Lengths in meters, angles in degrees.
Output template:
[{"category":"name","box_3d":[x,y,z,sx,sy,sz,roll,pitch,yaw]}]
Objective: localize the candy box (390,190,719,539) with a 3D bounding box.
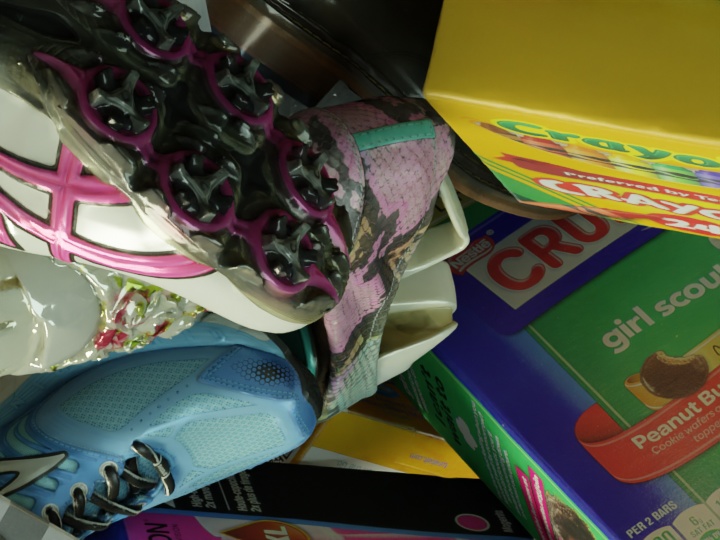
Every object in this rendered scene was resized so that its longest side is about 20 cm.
[{"category":"candy box","box_3d":[0.119,0.030,0.958,0.169,0.200,0.077,-30,135,-15]}]

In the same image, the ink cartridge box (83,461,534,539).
[{"category":"ink cartridge box","box_3d":[-0.034,0.101,0.936,0.200,0.095,0.037,4,114,-16]}]

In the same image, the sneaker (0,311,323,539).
[{"category":"sneaker","box_3d":[-0.103,0.081,0.878,0.200,0.090,0.078,-22,138,6]}]

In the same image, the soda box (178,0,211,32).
[{"category":"soda box","box_3d":[-0.086,-0.077,0.809,0.063,0.068,0.200,-26,136,-17]}]

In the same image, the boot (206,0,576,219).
[{"category":"boot","box_3d":[0.034,-0.086,0.891,0.200,0.075,0.097,25,110,-44]}]

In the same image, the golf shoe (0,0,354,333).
[{"category":"golf shoe","box_3d":[-0.094,-0.042,0.738,0.200,0.073,0.092,35,132,-15]}]

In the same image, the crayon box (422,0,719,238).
[{"category":"crayon box","box_3d":[0.094,-0.049,0.790,0.200,0.127,0.051,36,66,-73]}]

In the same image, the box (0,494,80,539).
[{"category":"box","box_3d":[-0.175,0.116,0.794,0.200,0.041,0.156,30,76,-7]}]

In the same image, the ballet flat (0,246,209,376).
[{"category":"ballet flat","box_3d":[-0.137,0.003,0.783,0.200,0.064,0.076,9,134,-9]}]

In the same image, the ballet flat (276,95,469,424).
[{"category":"ballet flat","box_3d":[0.000,0.000,0.892,0.071,0.069,0.200,-13,159,-12]}]

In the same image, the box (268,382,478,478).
[{"category":"box","box_3d":[-0.032,0.131,1.050,0.119,0.041,0.200,20,112,-45]}]
